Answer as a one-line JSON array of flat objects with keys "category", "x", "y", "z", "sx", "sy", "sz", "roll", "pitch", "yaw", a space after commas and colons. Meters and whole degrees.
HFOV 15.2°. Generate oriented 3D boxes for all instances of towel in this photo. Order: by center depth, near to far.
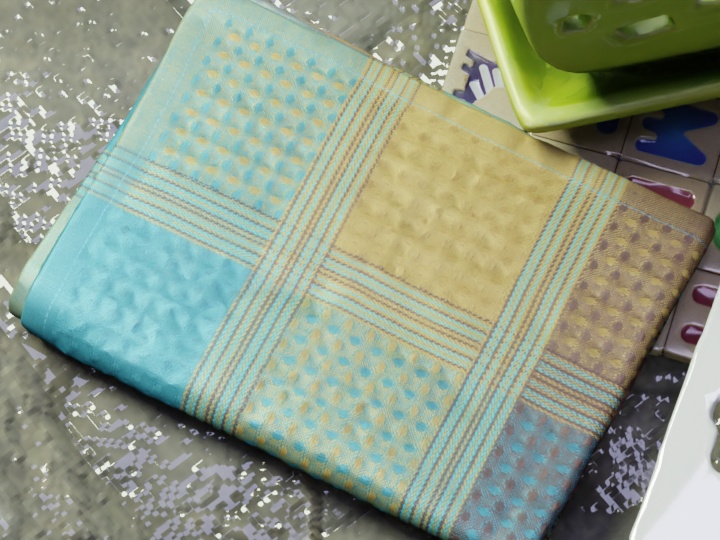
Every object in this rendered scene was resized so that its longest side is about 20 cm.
[{"category": "towel", "x": 0.000, "y": 0.000, "z": 0.907, "sx": 0.200, "sy": 0.022, "sz": 0.147, "roll": 26, "pitch": 69, "yaw": 13}]

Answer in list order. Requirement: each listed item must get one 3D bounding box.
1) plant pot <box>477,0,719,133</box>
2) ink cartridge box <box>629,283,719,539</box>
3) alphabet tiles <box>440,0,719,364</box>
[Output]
[{"category": "plant pot", "x": 0.115, "y": -0.163, "z": 0.890, "sx": 0.199, "sy": 0.182, "sz": 0.199, "roll": -13, "pitch": 65, "yaw": -6}, {"category": "ink cartridge box", "x": 0.190, "y": 0.083, "z": 0.844, "sx": 0.200, "sy": 0.068, "sz": 0.117, "roll": 20, "pitch": 66, "yaw": 8}, {"category": "alphabet tiles", "x": 0.115, "y": -0.063, "z": 0.947, "sx": 0.167, "sy": 0.008, "sz": 0.200, "roll": 16, "pitch": 66, "yaw": 8}]
